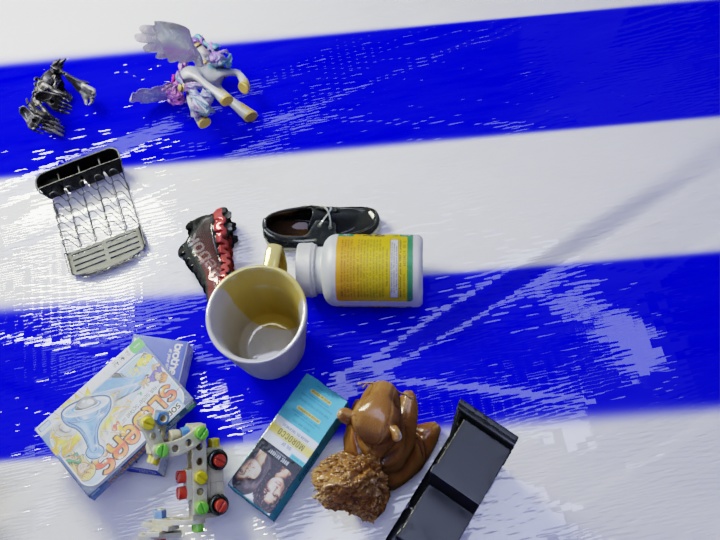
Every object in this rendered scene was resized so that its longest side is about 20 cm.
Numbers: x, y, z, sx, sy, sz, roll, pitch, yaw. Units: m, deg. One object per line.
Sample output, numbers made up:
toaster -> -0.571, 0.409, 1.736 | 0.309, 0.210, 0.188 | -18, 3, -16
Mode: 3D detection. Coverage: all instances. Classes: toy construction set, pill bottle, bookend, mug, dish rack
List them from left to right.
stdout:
dish rack -> -0.451, -0.095, 1.466 | 0.151, 0.055, 0.203 | -22, 67, -5
toy construction set -> -0.258, 0.298, 1.232 | 0.129, 0.092, 0.204 | 1, 99, -29
mug -> -0.133, 0.079, 1.312 | 0.149, 0.154, 0.187 | 36, 73, 18
pill bottle -> 0.000, 0.000, 1.359 | 0.196, 0.113, 0.115 | 0, 66, 5
bookend -> 0.115, 0.304, 1.169 | 0.091, 0.199, 0.201 | 31, 72, 14

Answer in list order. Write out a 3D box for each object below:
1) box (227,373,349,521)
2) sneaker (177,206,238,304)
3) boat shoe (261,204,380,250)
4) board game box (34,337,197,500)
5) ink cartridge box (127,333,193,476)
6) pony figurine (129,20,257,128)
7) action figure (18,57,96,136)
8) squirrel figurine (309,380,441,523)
box -> -0.104, 0.260, 1.287 | 0.081, 0.049, 0.201 | 30, 71, 16
sneaker -> -0.245, -0.005, 1.402 | 0.096, 0.071, 0.204 | -9, 64, 0
boat shoe -> -0.064, -0.074, 1.423 | 0.196, 0.068, 0.073 | -5, 64, 0
board game box -> -0.359, 0.216, 1.281 | 0.135, 0.035, 0.200 | 42, 73, 17
ink cartridge box -> -0.325, 0.205, 1.330 | 0.092, 0.044, 0.204 | 7, 67, 5
pony figurine -> -0.295, -0.340, 1.527 | 0.191, 0.168, 0.201 | -17, 57, -39
action figure -> -0.540, -0.300, 1.538 | 0.119, 0.102, 0.201 | -46, 26, 13
squirrel figurine -> 0.018, 0.250, 1.207 | 0.139, 0.187, 0.202 | 23, 69, 13
